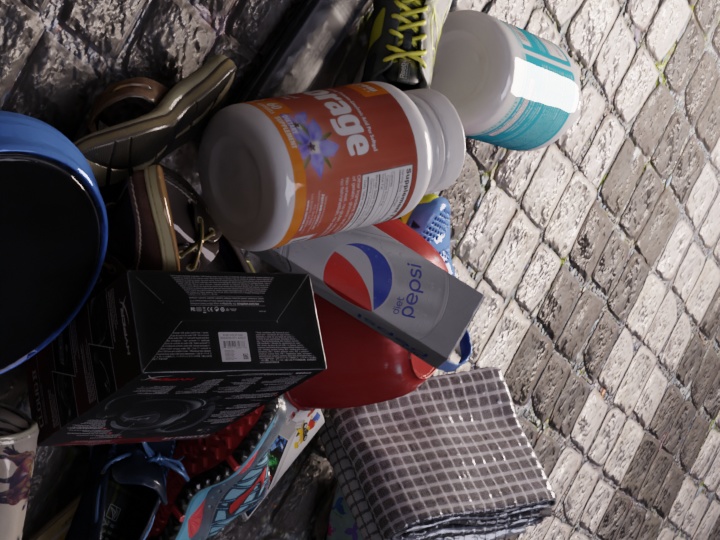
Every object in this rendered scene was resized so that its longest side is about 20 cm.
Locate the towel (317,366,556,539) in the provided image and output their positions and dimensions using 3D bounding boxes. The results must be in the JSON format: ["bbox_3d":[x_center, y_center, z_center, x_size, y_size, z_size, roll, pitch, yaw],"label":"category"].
[{"bbox_3d":[0.077,0.181,1.595,0.199,0.166,0.086,-8,141,-26],"label":"towel"}]

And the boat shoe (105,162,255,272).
[{"bbox_3d":[-0.133,-0.020,1.298,0.072,0.059,0.200,-54,147,-17],"label":"boat shoe"}]

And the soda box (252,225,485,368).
[{"bbox_3d":[0.000,0.000,1.378,0.064,0.199,0.068,-58,180,-12],"label":"soda box"}]

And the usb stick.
[{"bbox_3d":[-0.057,-0.163,1.346,0.201,0.032,0.055,-57,141,-14],"label":"usb stick"}]

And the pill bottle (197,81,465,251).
[{"bbox_3d":[-0.018,-0.087,1.301,0.199,0.112,0.113,-15,124,-38],"label":"pill bottle"}]

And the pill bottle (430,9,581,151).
[{"bbox_3d":[0.135,-0.171,1.560,0.200,0.110,0.111,8,104,-58],"label":"pill bottle"}]

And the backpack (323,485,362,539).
[{"bbox_3d":[0.043,0.275,1.697,0.177,0.150,0.201,-18,121,-50],"label":"backpack"}]

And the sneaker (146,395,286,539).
[{"bbox_3d":[-0.112,0.157,1.390,0.095,0.080,0.200,-1,140,-46],"label":"sneaker"}]

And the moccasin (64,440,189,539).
[{"bbox_3d":[-0.174,0.171,1.309,0.080,0.068,0.201,25,69,-33],"label":"moccasin"}]

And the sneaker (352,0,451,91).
[{"bbox_3d":[0.041,-0.195,1.402,0.074,0.085,0.201,6,113,-11],"label":"sneaker"}]

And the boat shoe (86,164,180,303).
[{"bbox_3d":[-0.172,-0.008,1.191,0.071,0.073,0.200,-7,158,-15],"label":"boat shoe"}]

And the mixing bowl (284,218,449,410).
[{"bbox_3d":[0.018,0.038,1.487,0.200,0.108,0.201,-42,138,-54],"label":"mixing bowl"}]

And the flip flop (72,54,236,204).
[{"bbox_3d":[-0.159,-0.111,1.201,0.200,0.057,0.081,-46,175,-48],"label":"flip flop"}]

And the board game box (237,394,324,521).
[{"bbox_3d":[-0.099,0.115,1.466,0.126,0.034,0.201,-50,146,-27],"label":"board game box"}]

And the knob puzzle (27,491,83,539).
[{"bbox_3d":[-0.224,0.304,1.325,0.219,0.030,0.221,-5,97,-40],"label":"knob puzzle"}]

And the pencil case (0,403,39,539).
[{"bbox_3d":[-0.285,0.187,1.189,0.078,0.089,0.201,-64,168,-70],"label":"pencil case"}]

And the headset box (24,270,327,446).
[{"bbox_3d":[-0.141,0.069,1.205,0.148,0.200,0.078,1,70,-34],"label":"headset box"}]

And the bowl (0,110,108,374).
[{"bbox_3d":[-0.254,-0.007,1.080,0.200,0.039,0.201,-24,137,-24],"label":"bowl"}]

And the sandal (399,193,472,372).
[{"bbox_3d":[0.073,0.020,1.620,0.079,0.087,0.201,-32,133,-41],"label":"sandal"}]
